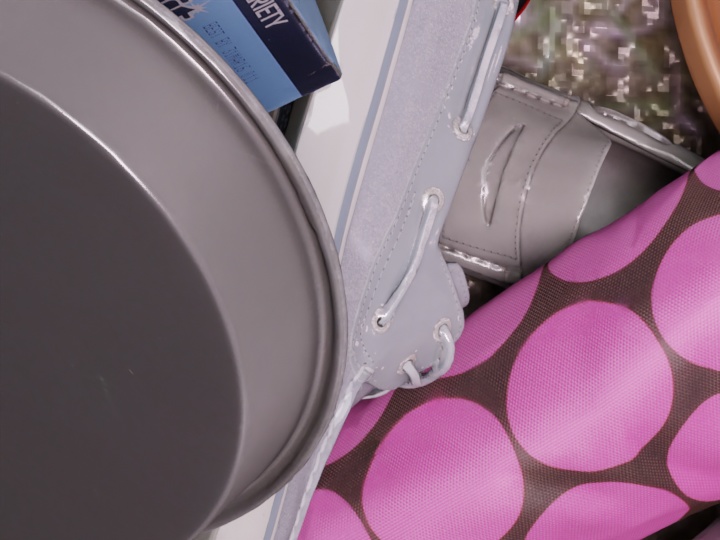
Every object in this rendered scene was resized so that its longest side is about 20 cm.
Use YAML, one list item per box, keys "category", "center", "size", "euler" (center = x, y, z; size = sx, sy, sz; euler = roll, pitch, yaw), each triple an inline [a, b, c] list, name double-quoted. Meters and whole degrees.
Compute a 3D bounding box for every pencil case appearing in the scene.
- category: "pencil case"
  center: [0.069, 0.047, 0.810]
  size: [0.199, 0.091, 0.094]
  euler: [-31, 140, 20]

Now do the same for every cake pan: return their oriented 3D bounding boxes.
- category: "cake pan"
  center: [-0.102, 0.003, 0.688]
  size: [0.200, 0.200, 0.037]
  euler: [40, 43, -10]

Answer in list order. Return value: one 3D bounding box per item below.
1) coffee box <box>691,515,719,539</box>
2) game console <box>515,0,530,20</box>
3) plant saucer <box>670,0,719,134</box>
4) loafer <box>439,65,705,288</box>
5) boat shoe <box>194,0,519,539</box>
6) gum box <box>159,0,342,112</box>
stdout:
- category: "coffee box"
  center: [0.226, 0.126, 0.789]
  size: [0.200, 0.197, 0.201]
  euler: [-31, 97, -43]
- category: "game console"
  center: [-0.010, -0.176, 0.842]
  size: [0.176, 0.031, 0.201]
  euler: [22, 74, -9]
- category: "plant saucer"
  center: [0.179, -0.083, 0.882]
  size: [0.199, 0.037, 0.202]
  euler: [7, 73, -23]
- category: "loafer"
  center: [0.053, -0.027, 0.851]
  size: [0.199, 0.070, 0.070]
  euler: [18, 84, -13]
- category: "boat shoe"
  center: [0.000, 0.000, 0.775]
  size: [0.071, 0.070, 0.202]
  euler: [18, 83, -20]
- category: "gum box"
  center: [-0.076, -0.157, 0.710]
  size: [0.044, 0.170, 0.201]
  euler: [-23, 65, 8]
